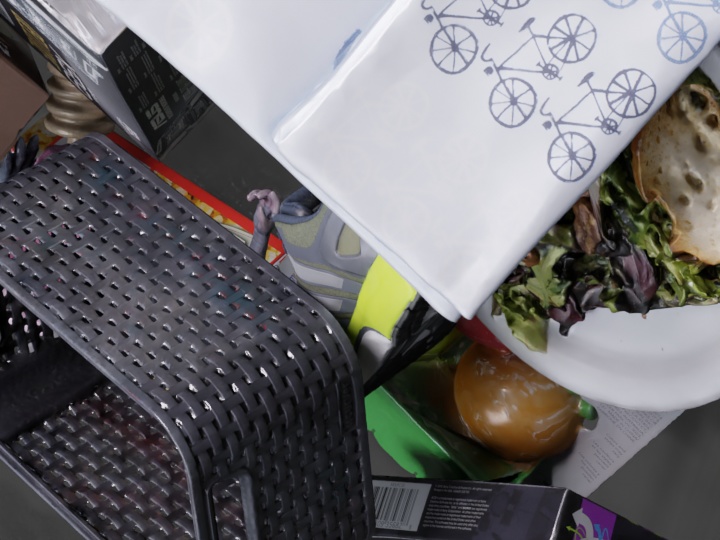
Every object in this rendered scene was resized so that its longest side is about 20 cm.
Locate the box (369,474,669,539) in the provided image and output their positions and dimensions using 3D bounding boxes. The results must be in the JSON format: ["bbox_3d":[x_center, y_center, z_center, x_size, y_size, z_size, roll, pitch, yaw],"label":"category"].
[{"bbox_3d":[0.112,0.146,1.291,0.200,0.036,0.143,30,161,-35],"label":"box"}]

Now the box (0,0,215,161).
[{"bbox_3d":[-0.147,-0.141,1.313,0.158,0.050,0.200,43,174,10],"label":"box"}]

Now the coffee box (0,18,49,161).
[{"bbox_3d":[-0.230,-0.112,1.402,0.114,0.080,0.200,39,-175,-19],"label":"coffee box"}]

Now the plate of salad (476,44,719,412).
[{"bbox_3d":[0.089,-0.029,1.130,0.200,0.048,0.201,23,129,32],"label":"plate of salad"}]

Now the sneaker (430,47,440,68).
[{"bbox_3d":[0.031,-0.133,1.092,0.085,0.074,0.201,5,115,69],"label":"sneaker"}]

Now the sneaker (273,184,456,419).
[{"bbox_3d":[0.000,0.000,1.178,0.081,0.074,0.200,50,151,10],"label":"sneaker"}]

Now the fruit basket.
[{"bbox_3d":[0.062,0.017,1.270,0.185,0.094,0.200,45,139,5],"label":"fruit basket"}]

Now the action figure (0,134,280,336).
[{"bbox_3d":[-0.106,0.024,1.373,0.200,0.134,0.149,40,114,9],"label":"action figure"}]

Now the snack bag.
[{"bbox_3d":[0.024,-0.111,1.031,0.200,0.189,0.021,42,-164,-1],"label":"snack bag"}]

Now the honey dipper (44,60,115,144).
[{"bbox_3d":[-0.150,-0.024,1.466,0.038,0.038,0.201,23,118,41],"label":"honey dipper"}]

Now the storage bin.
[{"bbox_3d":[-0.092,0.048,1.209,0.200,0.094,0.136,36,146,37],"label":"storage bin"}]

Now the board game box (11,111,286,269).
[{"bbox_3d":[-0.098,0.013,1.528,0.200,0.046,0.152,33,151,28],"label":"board game box"}]
